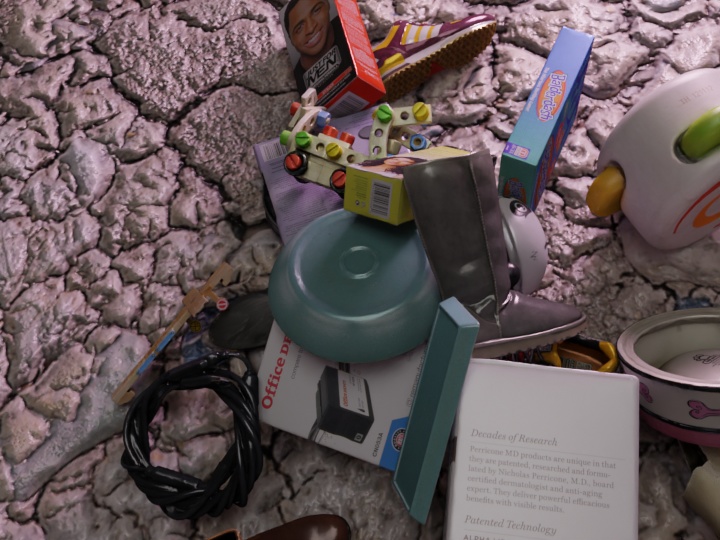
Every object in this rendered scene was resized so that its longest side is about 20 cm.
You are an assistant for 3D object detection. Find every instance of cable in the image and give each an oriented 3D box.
[{"bbox_3d":[-0.178,0.180,0.892,0.198,0.051,0.165,-23,76,28],"label":"cable"}]

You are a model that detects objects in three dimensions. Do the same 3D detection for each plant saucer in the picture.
[{"bbox_3d":[0.065,0.128,0.775,0.019,0.203,0.070,7,17,-17],"label":"plant saucer"},{"bbox_3d":[0.000,0.000,0.860,0.197,0.036,0.202,-4,51,5],"label":"plant saucer"}]

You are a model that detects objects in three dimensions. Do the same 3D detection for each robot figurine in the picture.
[{"bbox_3d":[0.112,-0.012,0.954,0.197,0.125,0.152,-16,61,-3],"label":"robot figurine"}]

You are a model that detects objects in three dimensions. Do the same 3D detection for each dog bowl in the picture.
[{"bbox_3d":[0.361,0.106,0.847,0.197,0.075,0.200,-8,17,2],"label":"dog bowl"}]

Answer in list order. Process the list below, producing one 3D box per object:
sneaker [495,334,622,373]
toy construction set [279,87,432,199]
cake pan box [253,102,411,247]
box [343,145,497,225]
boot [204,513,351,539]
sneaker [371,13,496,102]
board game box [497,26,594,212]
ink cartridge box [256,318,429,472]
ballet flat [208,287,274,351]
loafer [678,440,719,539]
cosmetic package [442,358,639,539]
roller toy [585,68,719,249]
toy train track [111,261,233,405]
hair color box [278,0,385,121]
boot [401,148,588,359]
[{"bbox_3d":[0.187,0.088,0.918,0.197,0.082,0.079,5,62,8],"label":"sneaker"},{"bbox_3d":[-0.018,-0.155,0.995,0.198,0.092,0.133,21,86,31],"label":"toy construction set"},{"bbox_3d":[-0.026,-0.106,1.049,0.198,0.053,0.185,-19,53,-6],"label":"cake pan box"},{"bbox_3d":[0.069,-0.097,0.914,0.075,0.051,0.199,18,22,31],"label":"box"},{"bbox_3d":[-0.103,0.259,0.784,0.186,0.201,0.069,-16,61,-4],"label":"boot"},{"bbox_3d":[0.089,-0.314,1.148,0.198,0.075,0.091,-28,68,-11],"label":"sneaker"},{"bbox_3d":[0.218,-0.163,1.011,0.045,0.153,0.201,21,66,15],"label":"board game box"},{"bbox_3d":[-0.003,0.115,0.893,0.198,0.084,0.147,17,89,14],"label":"ink cartridge box"},{"bbox_3d":[-0.085,0.044,0.994,0.198,0.057,0.067,-24,84,-2],"label":"ballet flat"},{"bbox_3d":[0.358,0.228,0.837,0.067,0.076,0.202,-3,52,5],"label":"loafer"},{"bbox_3d":[0.163,0.205,0.792,0.163,0.165,0.203,5,71,6],"label":"cosmetic package"},{"bbox_3d":[0.370,-0.128,0.963,0.181,0.201,0.141,-6,54,-39],"label":"roller toy"},{"bbox_3d":[-0.210,0.077,0.973,0.032,0.115,0.200,42,83,-18],"label":"toy train track"},{"bbox_3d":[-0.042,-0.294,1.131,0.101,0.061,0.202,-35,55,30],"label":"hair color box"},{"bbox_3d":[0.135,-0.019,0.834,0.180,0.072,0.203,-9,82,-31],"label":"boot"}]
